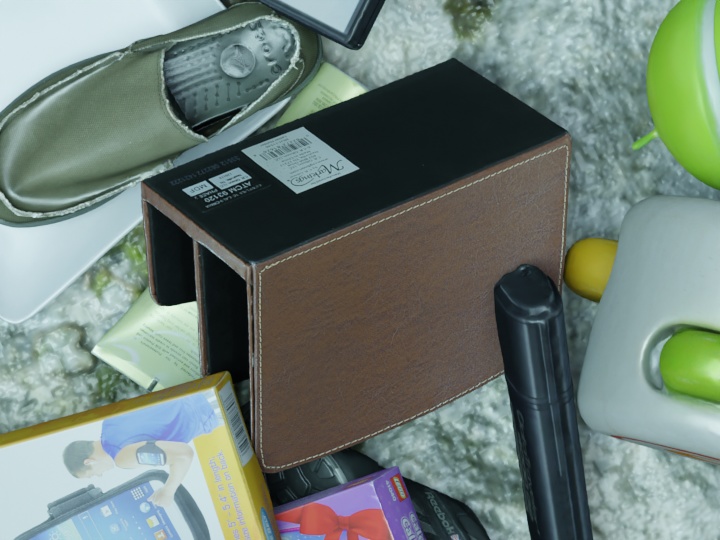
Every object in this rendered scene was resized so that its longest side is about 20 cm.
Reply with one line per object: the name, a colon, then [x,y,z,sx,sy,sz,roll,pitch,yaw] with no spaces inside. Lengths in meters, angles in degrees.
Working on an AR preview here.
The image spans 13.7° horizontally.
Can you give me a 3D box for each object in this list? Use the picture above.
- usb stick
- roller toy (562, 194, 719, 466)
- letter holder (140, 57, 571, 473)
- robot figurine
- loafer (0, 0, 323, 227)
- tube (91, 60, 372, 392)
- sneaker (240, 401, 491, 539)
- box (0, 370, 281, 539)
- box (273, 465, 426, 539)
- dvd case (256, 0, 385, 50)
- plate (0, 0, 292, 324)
usb stick: [0.099,0.092,1.556,0.033,0.055,0.200,-15,119,-11]
roller toy: [0.212,0.035,1.543,0.182,0.200,0.140,16,86,-24]
letter holder: [0.000,0.000,1.539,0.200,0.101,0.142,-23,130,-29]
robot figurine: [0.239,-0.106,1.558,0.200,0.175,0.116,-13,117,25]
loafer: [-0.112,-0.088,1.539,0.200,0.070,0.075,-30,92,-5]
tube: [-0.056,-0.017,1.589,0.058,0.052,0.200,34,89,34]
sneaker: [0.013,0.141,1.586,0.200,0.088,0.076,43,122,14]
box: [-0.143,0.134,1.483,0.200,0.041,0.119,-17,98,9]
box: [-0.047,0.196,1.543,0.200,0.039,0.137,-20,91,24]
dvd case: [-0.048,-0.213,1.515,0.200,0.018,0.143,29,94,28]
plate: [-0.172,-0.106,1.585,0.200,0.032,0.200,-40,93,-5]
